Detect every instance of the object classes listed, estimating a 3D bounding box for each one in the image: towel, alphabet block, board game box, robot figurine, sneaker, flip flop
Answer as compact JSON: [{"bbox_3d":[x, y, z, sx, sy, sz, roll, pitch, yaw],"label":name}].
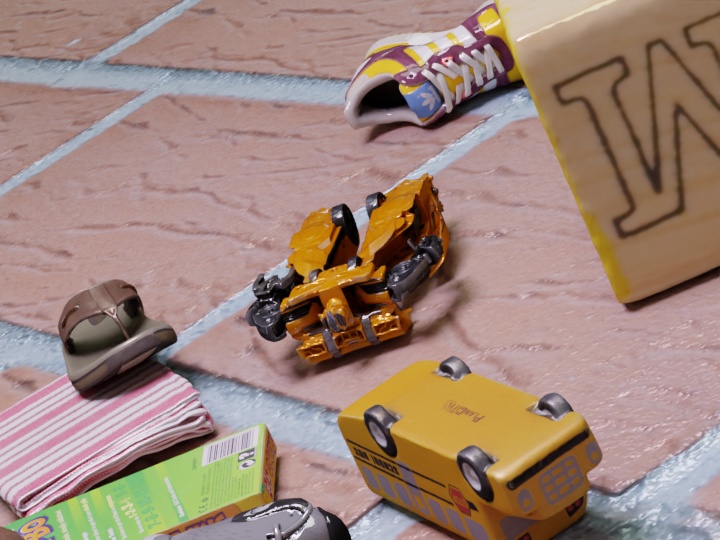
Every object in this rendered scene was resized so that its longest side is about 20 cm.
[{"bbox_3d":[-0.192,0.112,1.730,0.146,0.030,0.200,-30,19,-14],"label":"towel"},{"bbox_3d":[0.212,-0.126,1.610,0.200,0.197,0.195,-23,19,6],"label":"alphabet block"},{"bbox_3d":[-0.147,0.159,1.562,0.199,0.030,0.096,-20,22,8],"label":"board game box"},{"bbox_3d":[0.000,0.000,1.734,0.145,0.058,0.200,-18,21,17],"label":"robot figurine"},{"bbox_3d":[0.078,-0.159,2.021,0.200,0.075,0.090,-18,29,34],"label":"sneaker"},{"bbox_3d":[-0.183,0.033,1.791,0.081,0.058,0.200,-27,18,-4],"label":"flip flop"},{"bbox_3d":[-0.055,0.171,1.372,0.115,0.075,0.200,-24,20,-5],"label":"sneaker"}]

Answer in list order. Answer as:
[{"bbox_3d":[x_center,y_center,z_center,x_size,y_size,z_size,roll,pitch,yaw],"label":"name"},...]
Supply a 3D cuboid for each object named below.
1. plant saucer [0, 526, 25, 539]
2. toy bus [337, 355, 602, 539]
[{"bbox_3d":[-0.295,0.214,1.545,0.200,0.037,0.201,-29,21,12],"label":"plant saucer"},{"bbox_3d":[0.061,0.103,1.394,0.065,0.078,0.200,-32,22,-20],"label":"toy bus"}]
